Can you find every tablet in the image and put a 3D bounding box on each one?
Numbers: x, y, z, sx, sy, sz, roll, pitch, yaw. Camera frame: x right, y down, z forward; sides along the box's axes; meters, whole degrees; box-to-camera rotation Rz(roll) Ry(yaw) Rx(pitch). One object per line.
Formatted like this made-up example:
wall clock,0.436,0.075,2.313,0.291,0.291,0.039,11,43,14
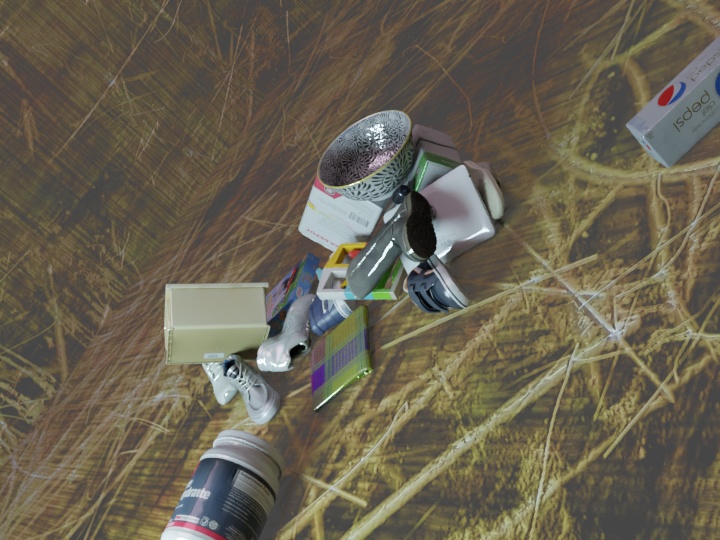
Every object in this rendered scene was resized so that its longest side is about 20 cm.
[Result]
tablet,0.132,-0.080,1.510,0.199,0.132,0.014,-30,-9,38

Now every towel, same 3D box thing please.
towel,-0.033,0.153,1.553,0.143,0.023,0.201,-41,24,18

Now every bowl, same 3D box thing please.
bowl,0.027,-0.192,1.609,0.198,0.095,0.203,-24,37,19

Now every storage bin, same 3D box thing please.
storage bin,-0.289,0.112,1.746,0.199,0.196,0.095,115,150,-59

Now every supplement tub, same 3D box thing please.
supplement tub,-0.211,0.369,1.370,0.139,0.140,0.202,-24,32,45

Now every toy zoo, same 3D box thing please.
toy zoo,0.000,0.000,1.645,0.197,0.021,0.132,-1,47,31

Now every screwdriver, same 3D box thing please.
screwdriver,0.063,-0.128,1.622,0.200,0.028,0.030,147,147,-81

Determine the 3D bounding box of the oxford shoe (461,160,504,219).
oxford shoe,0.221,-0.145,1.519,0.201,0.057,0.077,-112,27,-65

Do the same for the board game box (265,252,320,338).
board game box,-0.170,0.071,1.895,0.200,0.036,0.152,-45,20,37

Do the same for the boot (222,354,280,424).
boot,-0.221,0.225,1.690,0.074,0.095,0.200,-50,22,-6

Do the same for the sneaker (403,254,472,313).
sneaker,0.120,0.033,1.390,0.079,0.079,0.200,-41,11,4

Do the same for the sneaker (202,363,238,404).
sneaker,-0.301,0.218,1.860,0.070,0.080,0.200,-45,23,2

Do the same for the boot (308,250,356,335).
boot,-0.062,0.040,1.724,0.090,0.073,0.201,-34,26,17

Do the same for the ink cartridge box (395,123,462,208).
ink cartridge box,0.124,-0.165,1.631,0.201,0.083,0.148,-94,21,-61

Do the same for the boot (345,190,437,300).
boot,0.044,-0.021,1.495,0.200,0.072,0.183,-43,20,29

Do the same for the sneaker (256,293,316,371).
sneaker,-0.121,0.128,1.723,0.079,0.071,0.201,7,45,31

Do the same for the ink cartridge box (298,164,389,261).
ink cartridge box,-0.029,-0.128,1.751,0.086,0.146,0.201,-60,-1,-34

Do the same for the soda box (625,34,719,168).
soda box,0.466,-0.240,1.195,0.200,0.068,0.064,-44,22,12
